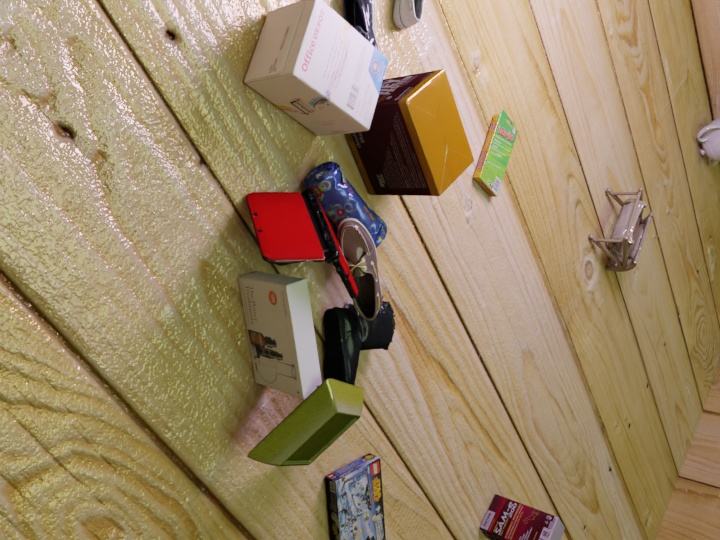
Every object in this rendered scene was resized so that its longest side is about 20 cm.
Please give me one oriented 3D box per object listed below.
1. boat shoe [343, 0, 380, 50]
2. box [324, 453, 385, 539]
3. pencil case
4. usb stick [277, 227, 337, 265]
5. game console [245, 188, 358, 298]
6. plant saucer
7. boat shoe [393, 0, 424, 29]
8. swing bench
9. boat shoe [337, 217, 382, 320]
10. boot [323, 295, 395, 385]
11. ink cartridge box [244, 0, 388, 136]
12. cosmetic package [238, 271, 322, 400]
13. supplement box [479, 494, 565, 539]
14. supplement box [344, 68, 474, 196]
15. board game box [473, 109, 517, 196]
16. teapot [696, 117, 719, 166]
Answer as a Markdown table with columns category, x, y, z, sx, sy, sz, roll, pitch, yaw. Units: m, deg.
| category | x | y | z | sx | sy | sz | roll | pitch | yaw |
| --- | --- | --- | --- | --- | --- | --- | --- | --- | --- |
| boat shoe | -0.002 | -0.456 | 1.337 | 0.061 | 0.074 | 0.206 | -4 | 91 | -43 |
| box | -0.009 | 0.513 | 1.450 | 0.135 | 0.039 | 0.205 | -13 | 103 | -43 |
| pencil case | -0.025 | -0.122 | 1.314 | 0.201 | 0.086 | 0.079 | 50 | 31 | -24 |
| usb stick | -0.093 | -0.049 | 1.312 | 0.197 | 0.032 | 0.057 | -12 | 92 | -44 |
| game console | -0.103 | -0.045 | 1.198 | 0.117 | 0.202 | 0.174 | -25 | 133 | 1 |
| plant saucer | -0.082 | 0.289 | 1.229 | 0.200 | 0.048 | 0.199 | -43 | 157 | 4 |
| boat shoe | 0.118 | -0.619 | 1.445 | 0.073 | 0.066 | 0.206 | 0 | 94 | -45 |
| swing bench | 0.865 | -0.131 | 2.221 | 0.200 | 0.128 | 0.202 | 44 | 64 | -39 |
| boat shoe | 0.000 | 0.000 | 1.302 | 0.060 | 0.070 | 0.204 | -83 | 162 | -62 |
| boot | 0.000 | 0.156 | 1.402 | 0.160 | 0.072 | 0.204 | -5 | 94 | -45 |
| ink cartridge box | -0.077 | -0.358 | 1.216 | 0.198 | 0.143 | 0.151 | 28 | 74 | -43 |
| cosmetic package | -0.142 | 0.110 | 1.194 | 0.051 | 0.149 | 0.205 | -19 | 107 | -42 |
| supplement box | 0.427 | 0.684 | 1.802 | 0.110 | 0.197 | 0.061 | -55 | 127 | -26 |
| supplement box | 0.088 | -0.270 | 1.355 | 0.133 | 0.197 | 0.200 | -43 | 122 | -32 |
| board game box | 0.351 | -0.303 | 1.746 | 0.095 | 0.030 | 0.204 | 34 | 72 | -43 |
| teapot | 1.480 | -0.528 | 2.811 | 0.203 | 0.144 | 0.197 | 59 | 26 | -7 |
